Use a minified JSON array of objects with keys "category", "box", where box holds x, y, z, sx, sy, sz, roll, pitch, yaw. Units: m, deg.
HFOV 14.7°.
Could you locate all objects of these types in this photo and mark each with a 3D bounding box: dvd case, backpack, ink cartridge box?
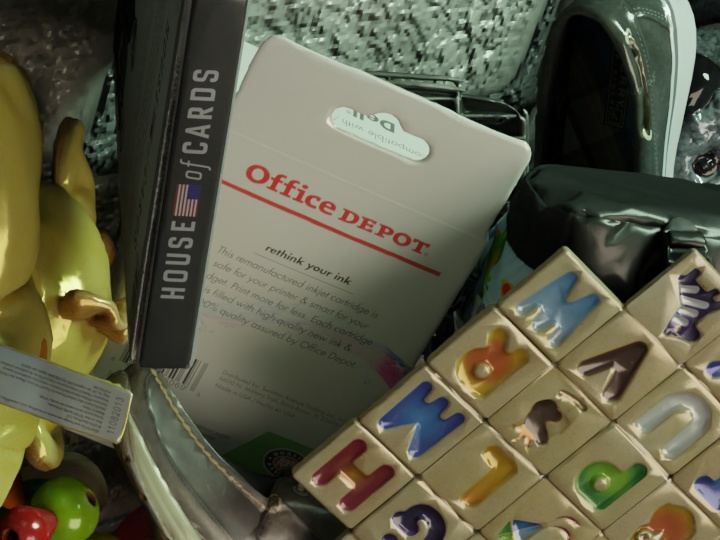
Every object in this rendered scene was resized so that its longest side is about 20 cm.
[{"category":"dvd case","box":[-0.064,-0.086,0.953,0.025,0.200,0.151,3,127,-11]},{"category":"backpack","box":[0.096,0.060,1.094,0.163,0.154,0.201,6,104,-27]},{"category":"ink cartridge box","box":[-0.025,-0.008,1.075,0.117,0.067,0.200,23,123,-12]}]

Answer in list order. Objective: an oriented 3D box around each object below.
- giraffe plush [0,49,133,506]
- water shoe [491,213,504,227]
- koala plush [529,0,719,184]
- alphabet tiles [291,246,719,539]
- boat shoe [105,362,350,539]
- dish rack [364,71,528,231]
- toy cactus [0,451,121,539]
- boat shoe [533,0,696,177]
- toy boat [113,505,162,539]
[{"category":"giraffe plush","box":[-0.147,0.000,0.991,0.173,0.200,0.162,-56,172,8]},{"category":"water shoe","box":[0.068,0.017,1.277,0.200,0.072,0.079,-7,132,-40]},{"category":"koala plush","box":[0.171,-0.075,1.218,0.200,0.177,0.184,-49,159,-4]},{"category":"alphabet tiles","box":[0.079,0.086,1.034,0.200,0.006,0.166,-40,113,14]},{"category":"boat shoe","box":[-0.028,0.108,1.081,0.073,0.074,0.200,-36,111,-6]},{"category":"dish rack","box":[0.000,0.000,1.153,0.153,0.055,0.200,-1,125,1]},{"category":"toy cactus","box":[-0.151,0.124,1.120,0.200,0.102,0.165,-47,174,36]},{"category":"boat shoe","box":[0.097,-0.026,1.155,0.057,0.069,0.201,-25,123,-51]},{"category":"toy boat","box":[-0.048,0.187,1.202,0.131,0.131,0.200,-33,115,7]}]
